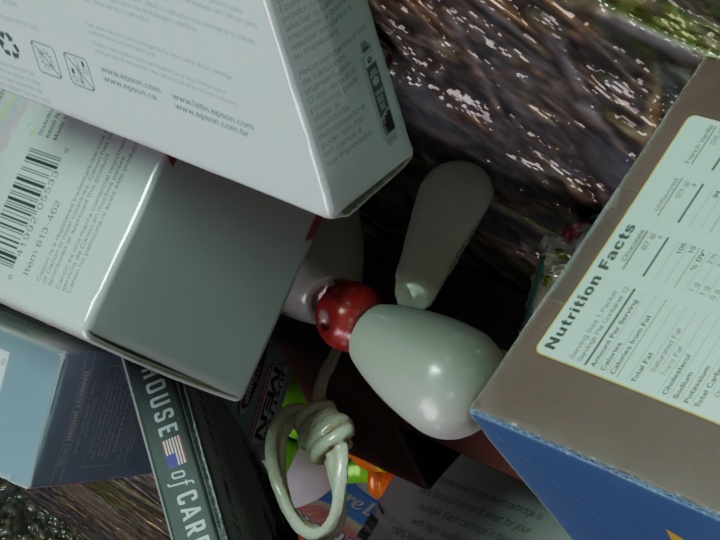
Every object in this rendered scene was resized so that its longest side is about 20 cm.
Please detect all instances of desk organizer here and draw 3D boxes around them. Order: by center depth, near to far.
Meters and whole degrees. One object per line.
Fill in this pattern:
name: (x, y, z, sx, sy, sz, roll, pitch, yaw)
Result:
desk organizer: (0.059, 0.058, 0.994, 0.200, 0.072, 0.077, 21, 147, 43)

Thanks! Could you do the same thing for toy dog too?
toy dog: (0.000, 0.000, 0.919, 0.132, 0.096, 0.200, -54, 55, 39)

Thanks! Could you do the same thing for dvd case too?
dvd case: (-0.045, 0.121, 0.941, 0.200, 0.025, 0.150, 63, -174, -56)

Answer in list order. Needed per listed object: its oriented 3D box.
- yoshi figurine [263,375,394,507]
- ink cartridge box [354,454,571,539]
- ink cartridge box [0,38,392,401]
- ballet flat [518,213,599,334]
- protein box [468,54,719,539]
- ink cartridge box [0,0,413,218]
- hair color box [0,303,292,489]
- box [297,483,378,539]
yoshi figurine: (-0.047, 0.063, 1.285, 0.200, 0.113, 0.112, 10, -165, 29)
ink cartridge box: (0.063, 0.155, 1.060, 0.086, 0.200, 0.146, 43, 164, -32)
ink cartridge box: (-0.104, -0.053, 0.880, 0.200, 0.146, 0.083, 20, 174, 46)
ballet flat: (0.141, 0.057, 0.856, 0.200, 0.064, 0.076, 35, 164, 2)
protein box: (0.177, 0.067, 0.669, 0.200, 0.135, 0.199, 22, 160, 41)
ink cartridge box: (-0.087, -0.126, 0.667, 0.199, 0.041, 0.200, 23, 144, 40)
hair color box: (-0.119, 0.046, 0.997, 0.099, 0.061, 0.200, 19, -172, 25)
box: (-0.006, 0.151, 1.404, 0.200, 0.095, 0.103, 34, 165, 7)
